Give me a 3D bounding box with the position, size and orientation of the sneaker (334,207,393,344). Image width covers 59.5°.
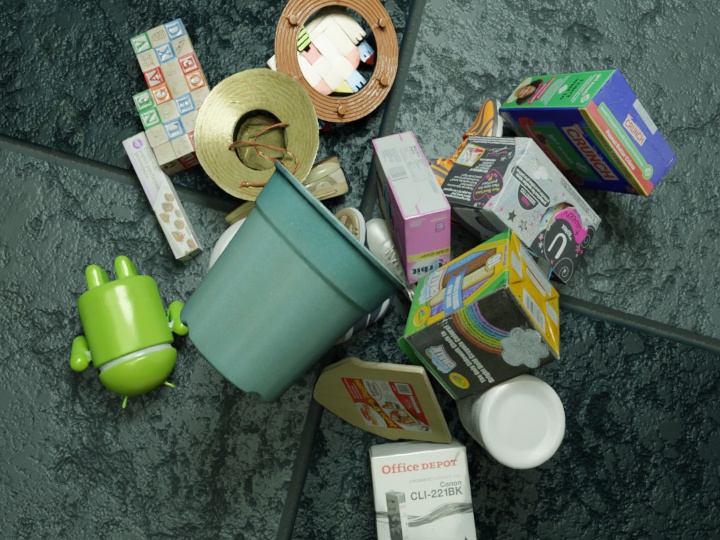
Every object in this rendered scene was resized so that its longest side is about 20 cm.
[{"bbox_3d":[0.000,0.000,0.918,0.069,0.107,0.206,27,121,37],"label":"sneaker"}]

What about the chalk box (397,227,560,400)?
[{"bbox_3d":[0.139,0.067,0.807,0.197,0.125,0.125,-29,112,33],"label":"chalk box"}]

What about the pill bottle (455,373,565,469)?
[{"bbox_3d":[0.195,0.190,0.874,0.110,0.200,0.118,0,88,-4],"label":"pill bottle"}]

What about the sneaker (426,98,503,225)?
[{"bbox_3d":[0.152,-0.178,0.979,0.109,0.078,0.206,15,83,-1],"label":"sneaker"}]

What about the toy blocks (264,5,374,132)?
[{"bbox_3d":[-0.050,-0.318,0.990,0.137,0.100,0.200,45,84,-8],"label":"toy blocks"}]

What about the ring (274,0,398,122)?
[{"bbox_3d":[-0.032,-0.328,0.944,0.194,0.019,0.207,-4,102,-18],"label":"ring"}]

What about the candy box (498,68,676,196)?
[{"bbox_3d":[0.317,-0.195,0.900,0.169,0.199,0.078,43,84,-24],"label":"candy box"}]

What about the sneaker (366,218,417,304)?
[{"bbox_3d":[0.074,-0.004,0.939,0.073,0.116,0.201,-39,85,-4],"label":"sneaker"}]

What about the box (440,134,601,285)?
[{"bbox_3d":[0.227,-0.085,0.903,0.198,0.131,0.117,35,83,-33],"label":"box"}]

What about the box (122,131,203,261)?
[{"bbox_3d":[-0.305,-0.113,0.976,0.038,0.041,0.204,-26,86,-5],"label":"box"}]

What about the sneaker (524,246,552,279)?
[{"bbox_3d":[0.185,0.014,0.906,0.081,0.200,0.074,35,55,-8],"label":"sneaker"}]

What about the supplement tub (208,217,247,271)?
[{"bbox_3d":[-0.127,0.012,0.887,0.140,0.200,0.150,0,83,-2],"label":"supplement tub"}]

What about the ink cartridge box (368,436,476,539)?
[{"bbox_3d":[0.090,0.357,0.914,0.139,0.084,0.207,-6,83,-2],"label":"ink cartridge box"}]

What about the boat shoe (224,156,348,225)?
[{"bbox_3d":[-0.113,-0.105,0.966,0.196,0.071,0.066,-25,107,0],"label":"boat shoe"}]

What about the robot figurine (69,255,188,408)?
[{"bbox_3d":[-0.337,0.087,0.914,0.171,0.116,0.205,-19,85,-16],"label":"robot figurine"}]

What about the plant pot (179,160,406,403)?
[{"bbox_3d":[-0.084,0.022,0.699,0.200,0.200,0.197,43,91,3],"label":"plant pot"}]

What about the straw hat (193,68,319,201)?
[{"bbox_3d":[-0.146,-0.186,0.941,0.194,0.085,0.208,-1,77,5],"label":"straw hat"}]

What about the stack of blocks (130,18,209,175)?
[{"bbox_3d":[-0.290,-0.269,0.984,0.112,0.059,0.205,-22,85,-4],"label":"stack of blocks"}]

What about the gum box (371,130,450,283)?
[{"bbox_3d":[0.070,-0.098,0.904,0.064,0.115,0.203,-12,45,-4],"label":"gum box"}]

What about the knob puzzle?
[{"bbox_3d":[0.021,0.178,0.900,0.214,0.222,0.031,21,53,1],"label":"knob puzzle"}]
